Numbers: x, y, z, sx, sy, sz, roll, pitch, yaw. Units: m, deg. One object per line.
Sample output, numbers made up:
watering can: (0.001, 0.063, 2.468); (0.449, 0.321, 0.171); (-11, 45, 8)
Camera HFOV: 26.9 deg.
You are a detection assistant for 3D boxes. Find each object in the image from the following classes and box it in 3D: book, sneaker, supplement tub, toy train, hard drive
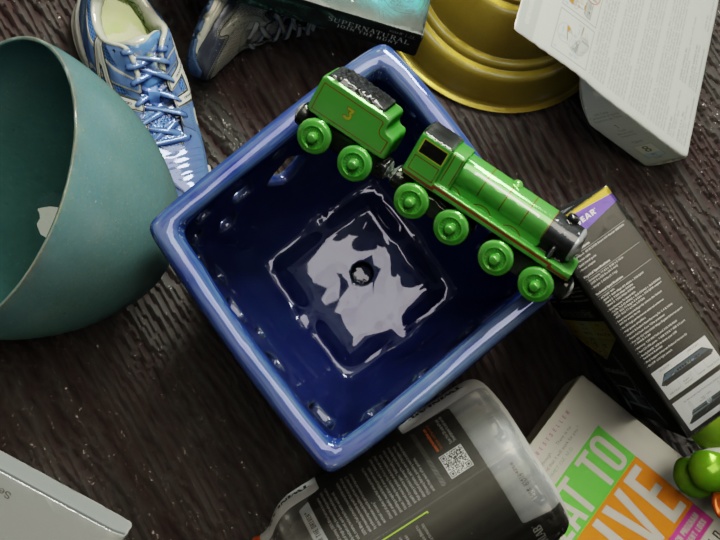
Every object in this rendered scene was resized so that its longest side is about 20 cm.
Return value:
book: (0.194, 0.191, 1.085); (0.200, 0.048, 0.134); (38, 73, 2)
sneaker: (-0.163, -0.130, 1.103); (0.075, 0.077, 0.201); (-22, 78, -19)
sneaker: (-0.054, -0.212, 1.155); (0.085, 0.077, 0.200); (39, 69, -1)
supplement tub: (0.027, 0.172, 1.000); (0.199, 0.123, 0.123); (-32, 79, -3)
toy train: (0.050, -0.053, 0.904); (0.199, 0.057, 0.042); (33, 25, 5)
hard drive: (-0.244, 0.213, 0.940); (0.131, 0.027, 0.201); (28, 103, -1)

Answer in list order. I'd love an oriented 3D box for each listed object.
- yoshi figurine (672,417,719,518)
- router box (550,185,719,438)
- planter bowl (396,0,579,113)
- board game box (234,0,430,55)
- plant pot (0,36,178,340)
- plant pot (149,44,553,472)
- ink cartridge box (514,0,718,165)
yoshi figurine: (0.309, 0.117, 1.080); (0.199, 0.113, 0.112); (2, 34, -26)
router box: (0.175, 0.027, 1.017); (0.052, 0.200, 0.158); (-35, 90, -1)
planter bowl: (0.118, -0.232, 1.189); (0.199, 0.083, 0.202); (3, 71, -10)
board game box: (-0.040, -0.246, 1.116); (0.199, 0.028, 0.136); (16, 60, -7)
plant pot: (-0.202, -0.039, 1.022); (0.134, 0.199, 0.201); (22, 63, -44)
plant pot: (0.000, 0.000, 1.017); (0.200, 0.180, 0.200); (-37, 83, -3)
ink cartridge box: (0.191, -0.197, 1.164); (0.199, 0.047, 0.161); (29, 66, -32)
